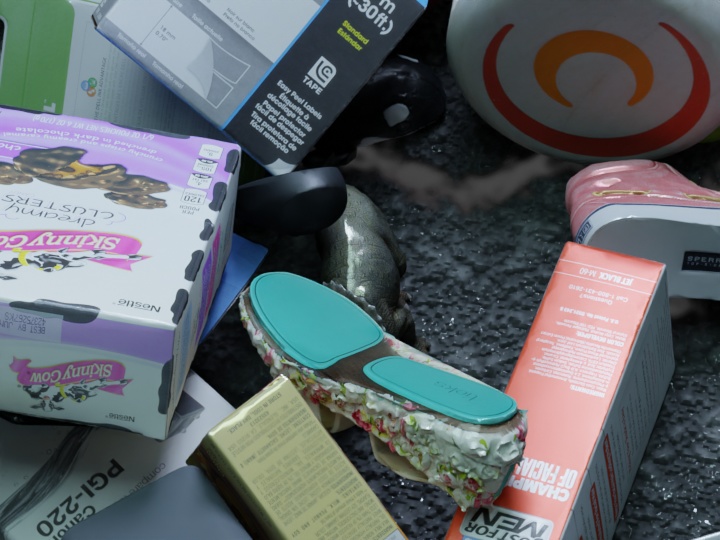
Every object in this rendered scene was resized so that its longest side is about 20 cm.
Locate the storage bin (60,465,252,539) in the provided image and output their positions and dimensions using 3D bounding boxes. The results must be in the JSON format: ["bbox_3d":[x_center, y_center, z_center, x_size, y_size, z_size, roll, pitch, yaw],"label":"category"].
[{"bbox_3d":[-0.082,0.208,1.070,0.145,0.200,0.134,-28,45,-10],"label":"storage bin"}]

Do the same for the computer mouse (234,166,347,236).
[{"bbox_3d":[-0.063,-0.030,1.248,0.058,0.200,0.034,-9,88,-25],"label":"computer mouse"}]

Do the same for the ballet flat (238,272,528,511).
[{"bbox_3d":[0.004,0.067,1.103,0.075,0.064,0.200,-18,35,-38],"label":"ballet flat"}]

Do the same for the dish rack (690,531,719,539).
[{"bbox_3d":[0.188,0.217,1.062,0.199,0.044,0.172,-16,88,-1],"label":"dish rack"}]

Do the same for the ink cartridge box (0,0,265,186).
[{"bbox_3d":[-0.154,-0.118,1.331,0.199,0.104,0.059,14,15,17],"label":"ink cartridge box"}]

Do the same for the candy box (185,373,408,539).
[{"bbox_3d":[-0.007,0.156,1.081,0.055,0.115,0.200,-37,87,-15],"label":"candy box"}]

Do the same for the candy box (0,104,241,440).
[{"bbox_3d":[-0.162,-0.006,1.108,0.167,0.072,0.200,10,31,1],"label":"candy box"}]

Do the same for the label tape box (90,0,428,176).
[{"bbox_3d":[-0.040,-0.176,1.228,0.200,0.144,0.063,-50,14,4],"label":"label tape box"}]

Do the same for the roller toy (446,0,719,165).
[{"bbox_3d":[0.149,-0.170,1.278,0.182,0.200,0.140,2,53,15],"label":"roller toy"}]

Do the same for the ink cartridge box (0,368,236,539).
[{"bbox_3d":[-0.152,0.111,1.206,0.146,0.085,0.200,-41,61,-17],"label":"ink cartridge box"}]

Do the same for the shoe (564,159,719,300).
[{"bbox_3d":[0.219,-0.020,1.235,0.199,0.072,0.091,7,27,-7],"label":"shoe"}]

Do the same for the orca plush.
[{"bbox_3d":[-0.046,-0.133,1.360,0.199,0.071,0.105,17,60,21],"label":"orca plush"}]

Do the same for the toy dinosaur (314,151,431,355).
[{"bbox_3d":[0.000,0.000,1.243,0.077,0.102,0.201,0,57,9],"label":"toy dinosaur"}]

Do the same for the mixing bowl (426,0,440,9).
[{"bbox_3d":[0.002,-0.220,1.367,0.199,0.109,0.200,-23,19,8],"label":"mixing bowl"}]

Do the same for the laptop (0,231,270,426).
[{"bbox_3d":[-0.188,-0.001,1.171,0.187,0.200,0.116,24,96,24],"label":"laptop"}]

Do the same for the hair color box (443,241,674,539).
[{"bbox_3d":[0.112,0.099,1.150,0.064,0.111,0.201,13,58,19],"label":"hair color box"}]
